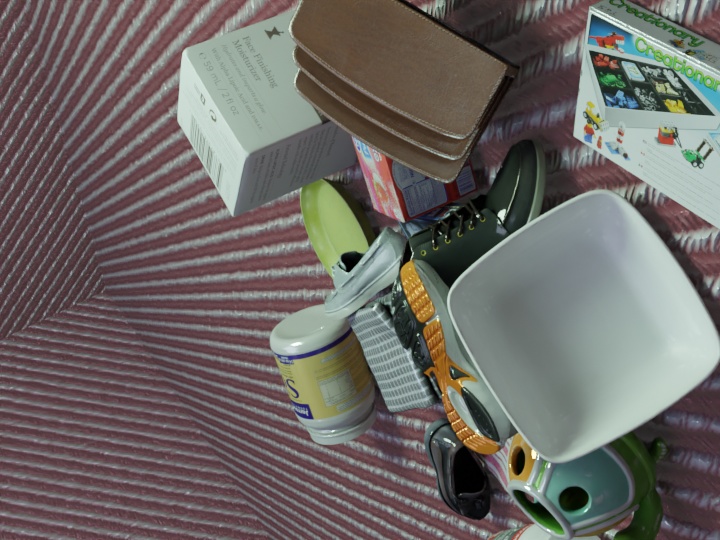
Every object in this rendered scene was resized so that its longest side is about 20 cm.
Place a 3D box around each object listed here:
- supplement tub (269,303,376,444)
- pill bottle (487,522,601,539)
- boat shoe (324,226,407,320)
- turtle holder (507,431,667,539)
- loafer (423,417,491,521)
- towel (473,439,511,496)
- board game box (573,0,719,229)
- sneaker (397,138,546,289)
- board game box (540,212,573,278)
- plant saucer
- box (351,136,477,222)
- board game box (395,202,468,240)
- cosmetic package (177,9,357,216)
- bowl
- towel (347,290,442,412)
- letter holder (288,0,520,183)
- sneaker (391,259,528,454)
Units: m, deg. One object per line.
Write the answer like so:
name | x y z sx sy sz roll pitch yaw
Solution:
supplement tub | -0.058 0.174 1.531 0.145 0.144 0.202 17 129 59
pill bottle | 0.235 0.387 1.178 0.117 0.115 0.200 58 156 11
boat shoe | 0.000 0.000 1.261 0.071 0.070 0.201 44 135 -7
turtle holder | 0.232 0.217 0.953 0.140 0.132 0.186 14 143 51
loafer | 0.147 0.297 1.294 0.063 0.072 0.201 32 154 52
towel | 0.171 0.205 1.230 0.146 0.030 0.201 48 153 33
board game box | 0.253 -0.117 0.711 0.200 0.034 0.127 44 151 38
sneaker | 0.111 -0.046 0.918 0.075 0.105 0.202 -100 26 -64
board game box | 0.162 0.040 0.945 0.103 0.019 0.202 -136 57 -61
plant saucer | -0.026 -0.054 1.370 0.200 0.031 0.201 46 152 33
box | 0.044 -0.168 1.003 0.095 0.099 0.202 30 142 65
board game box | 0.128 0.011 1.058 0.201 0.035 0.135 59 160 -21
cosmetic package | -0.109 -0.206 1.170 0.166 0.199 0.165 57 157 13
bowl | 0.201 0.049 0.833 0.201 0.199 0.075 58 -173 9
towel | 0.058 0.110 1.266 0.167 0.085 0.200 67 163 4
letter holder | 0.028 -0.181 0.866 0.199 0.101 0.143 32 107 7
sneaker | 0.105 0.076 0.898 0.076 0.091 0.201 -40 74 53
